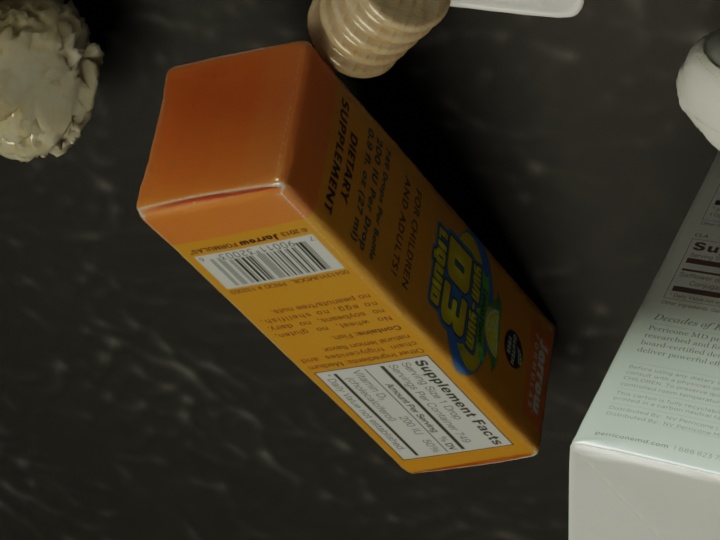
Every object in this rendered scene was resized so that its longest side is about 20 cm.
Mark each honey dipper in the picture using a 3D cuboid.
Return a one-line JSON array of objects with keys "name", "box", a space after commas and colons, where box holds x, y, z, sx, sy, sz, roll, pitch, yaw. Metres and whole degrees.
[{"name": "honey dipper", "box": [-0.026, -0.069, 1.058, 0.038, 0.038, 0.200, 41, 149, -7]}]

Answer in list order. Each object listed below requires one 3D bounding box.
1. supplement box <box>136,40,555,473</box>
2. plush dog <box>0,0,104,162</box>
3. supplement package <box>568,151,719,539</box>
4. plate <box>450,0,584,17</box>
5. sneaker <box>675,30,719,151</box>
[{"name": "supplement box", "box": [0.000, 0.000, 1.053, 0.069, 0.067, 0.200, -9, 145, 28]}, {"name": "plush dog", "box": [-0.209, -0.125, 1.075, 0.172, 0.160, 0.200, 28, 138, 44]}, {"name": "supplement package", "box": [0.152, 0.050, 0.966, 0.109, 0.200, 0.114, 12, 129, 18]}, {"name": "plate", "box": [-0.019, -0.188, 0.984, 0.199, 0.032, 0.200, 8, 129, 22]}, {"name": "sneaker", "box": [0.205, -0.074, 0.938, 0.199, 0.078, 0.100, 6, 121, 13]}]
